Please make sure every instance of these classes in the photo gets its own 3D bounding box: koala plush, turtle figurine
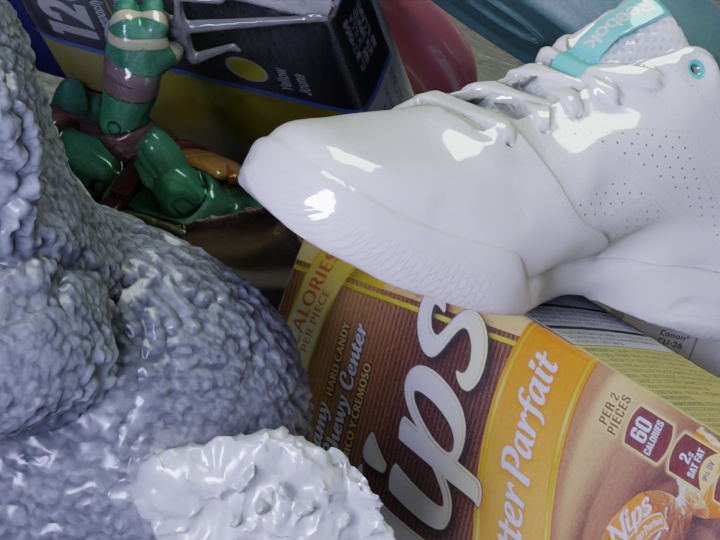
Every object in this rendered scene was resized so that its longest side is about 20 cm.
[{"bbox_3d":[-0.090,0.022,0.739,0.200,0.184,0.177,26,9,-33],"label":"koala plush"},{"bbox_3d":[-0.064,-0.040,1.116,0.200,0.101,0.150,12,-22,38],"label":"turtle figurine"}]

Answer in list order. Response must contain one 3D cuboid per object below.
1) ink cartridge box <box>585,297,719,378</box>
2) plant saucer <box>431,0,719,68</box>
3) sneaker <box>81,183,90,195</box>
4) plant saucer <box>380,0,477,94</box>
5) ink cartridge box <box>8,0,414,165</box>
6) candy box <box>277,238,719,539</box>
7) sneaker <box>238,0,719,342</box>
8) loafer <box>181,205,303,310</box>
[{"bbox_3d":[0.091,0.006,0.952,0.067,0.200,0.116,20,13,-3],"label":"ink cartridge box"},{"bbox_3d":[0.058,-0.105,1.057,0.200,0.036,0.200,34,-2,1],"label":"plant saucer"},{"bbox_3d":[-0.162,-0.030,0.995,0.076,0.075,0.200,30,18,37],"label":"sneaker"},{"bbox_3d":[-0.050,-0.096,1.282,0.200,0.051,0.201,20,-20,8],"label":"plant saucer"},{"bbox_3d":[-0.077,-0.088,1.195,0.200,0.047,0.198,13,-21,18],"label":"ink cartridge box"},{"bbox_3d":[0.050,0.071,0.819,0.055,0.115,0.200,6,20,-48],"label":"candy box"},{"bbox_3d":[0.054,-0.036,0.804,0.200,0.089,0.075,6,21,-44],"label":"sneaker"},{"bbox_3d":[0.000,0.000,0.997,0.073,0.071,0.200,43,-24,-28],"label":"loafer"}]
